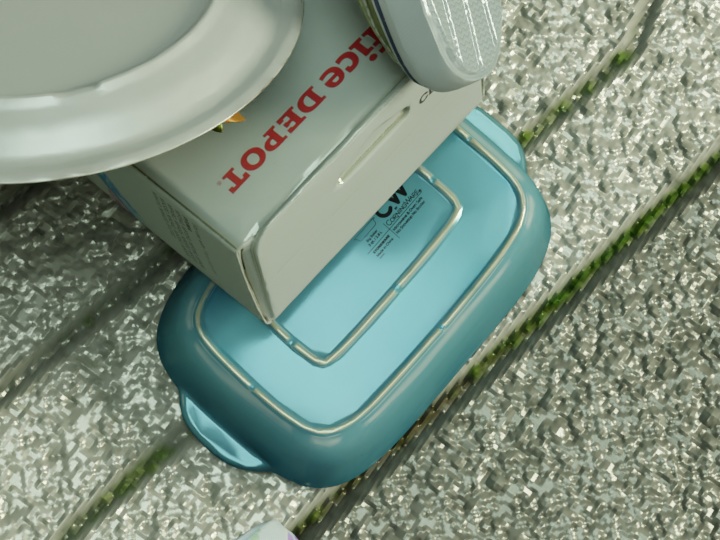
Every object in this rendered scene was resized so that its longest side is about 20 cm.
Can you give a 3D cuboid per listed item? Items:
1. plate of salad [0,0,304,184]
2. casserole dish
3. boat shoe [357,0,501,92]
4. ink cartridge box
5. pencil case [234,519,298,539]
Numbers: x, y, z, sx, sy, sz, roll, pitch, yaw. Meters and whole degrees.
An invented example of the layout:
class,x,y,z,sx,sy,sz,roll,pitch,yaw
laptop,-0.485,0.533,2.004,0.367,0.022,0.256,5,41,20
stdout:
class,x,y,z,sx,sy,sz,roll,pitch,yaw
plate of salad,-0.120,-0.090,0.708,0.198,0.048,0.201,-1,43,1
casserole dish,0.000,0.000,0.813,0.121,0.039,0.200,40,74,6
boat shoe,-0.002,-0.162,0.711,0.072,0.062,0.201,-19,91,-54
ink cartridge box,-0.067,-0.097,0.786,0.200,0.083,0.146,39,75,20
pencil case,-0.003,0.194,0.737,0.200,0.083,0.091,47,54,8
